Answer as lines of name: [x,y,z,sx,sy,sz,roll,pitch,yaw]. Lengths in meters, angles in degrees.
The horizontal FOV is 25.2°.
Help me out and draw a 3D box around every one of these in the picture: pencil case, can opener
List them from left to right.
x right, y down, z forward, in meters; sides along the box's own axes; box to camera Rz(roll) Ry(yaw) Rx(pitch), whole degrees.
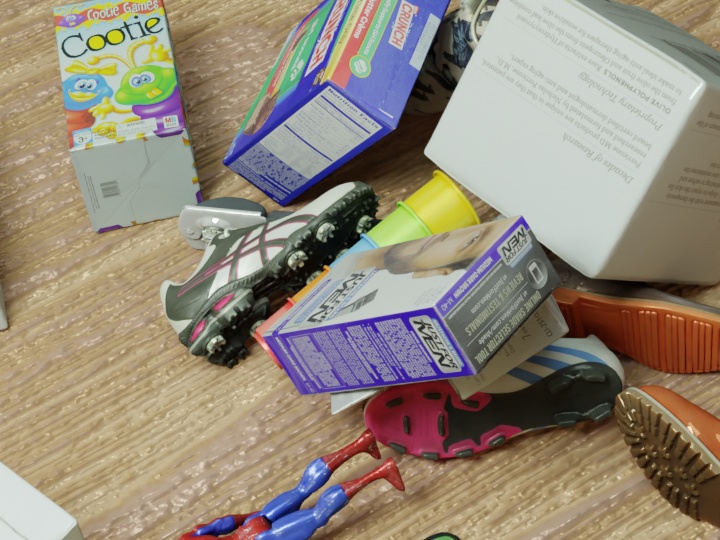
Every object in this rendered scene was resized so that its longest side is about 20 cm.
can opener: [-0.060,-0.035,1.372,0.200,0.053,0.067,8,49,14]
pencil case: [0.082,-0.191,1.411,0.078,0.089,0.200,-43,14,-25]

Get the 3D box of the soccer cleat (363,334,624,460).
soccer cleat: [0.102,0.093,1.238,0.200,0.070,0.086,-9,25,3]

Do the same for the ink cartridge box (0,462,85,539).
ink cartridge box: [-0.261,0.228,1.060,0.145,0.200,0.145,29,57,29]

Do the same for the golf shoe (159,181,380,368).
golf shoe: [-0.076,-0.015,1.305,0.200,0.077,0.088,-40,60,-4]

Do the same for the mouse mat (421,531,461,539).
mouse mat: [0.039,0.283,1.105,0.161,0.008,0.200,-23,50,-13]

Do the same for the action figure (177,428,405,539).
action figure: [-0.065,0.190,1.173,0.200,0.052,0.065,-28,45,-11]

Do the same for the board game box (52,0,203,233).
board game box: [-0.211,-0.148,1.458,0.103,0.105,0.200,-12,49,-4]

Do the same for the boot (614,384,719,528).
boot: [0.281,0.137,1.168,0.200,0.075,0.107,38,59,24]

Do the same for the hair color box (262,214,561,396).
hair color box: [0.033,0.028,1.143,0.200,0.065,0.109,-10,27,50]

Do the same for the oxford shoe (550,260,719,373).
oxford shoe: [0.218,0.027,1.272,0.200,0.071,0.073,12,46,18]

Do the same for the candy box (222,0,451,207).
candy box: [-0.018,-0.168,1.376,0.077,0.200,0.169,34,59,-18]

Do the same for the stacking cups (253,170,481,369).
stacking cups: [0.000,0.000,1.289,0.200,0.061,0.061,-36,52,-5]

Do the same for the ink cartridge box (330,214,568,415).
ink cartridge box: [0.060,0.044,1.232,0.176,0.045,0.200,-32,16,8]

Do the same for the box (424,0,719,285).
box: [0.205,-0.108,1.273,0.200,0.171,0.199,39,22,34]

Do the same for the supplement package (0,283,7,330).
supplement package: [-0.383,-0.041,1.375,0.117,0.117,0.200,-15,47,-7]
